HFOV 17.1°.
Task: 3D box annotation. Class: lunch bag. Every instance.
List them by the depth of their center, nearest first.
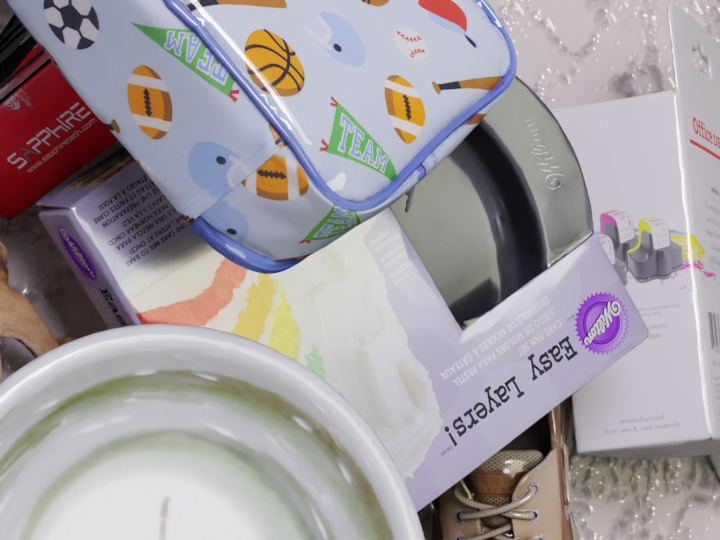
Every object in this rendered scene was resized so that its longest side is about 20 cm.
[{"bbox_3d":[-0.038,-0.103,0.873,0.200,0.075,0.160,51,43,-5],"label":"lunch bag"}]

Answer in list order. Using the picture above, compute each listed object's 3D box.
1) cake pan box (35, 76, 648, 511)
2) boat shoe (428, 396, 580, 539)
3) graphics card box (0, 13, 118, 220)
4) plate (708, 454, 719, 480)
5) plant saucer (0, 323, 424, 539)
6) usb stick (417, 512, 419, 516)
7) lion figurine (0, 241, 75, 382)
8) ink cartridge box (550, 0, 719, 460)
[{"bbox_3d":[0.000,0.000,0.966,0.200,0.052,0.185,-34,105,-20],"label":"cake pan box"},{"bbox_3d":[0.061,0.101,1.073,0.075,0.072,0.201,-7,72,12],"label":"boat shoe"},{"bbox_3d":[-0.090,-0.123,0.978,0.051,0.125,0.201,39,47,-19],"label":"graphics card box"},{"bbox_3d":[0.258,0.061,1.241,0.199,0.032,0.200,-31,97,-32],"label":"plate"},{"bbox_3d":[-0.073,0.122,0.881,0.199,0.050,0.202,4,78,-20],"label":"plant saucer"},{"bbox_3d":[0.000,0.109,1.051,0.055,0.033,0.201,15,84,-27],"label":"usb stick"},{"bbox_3d":[-0.164,0.045,0.925,0.123,0.072,0.201,49,19,-43],"label":"lion figurine"},{"bbox_3d":[0.138,-0.015,1.130,0.115,0.067,0.201,17,68,-68],"label":"ink cartridge box"}]
